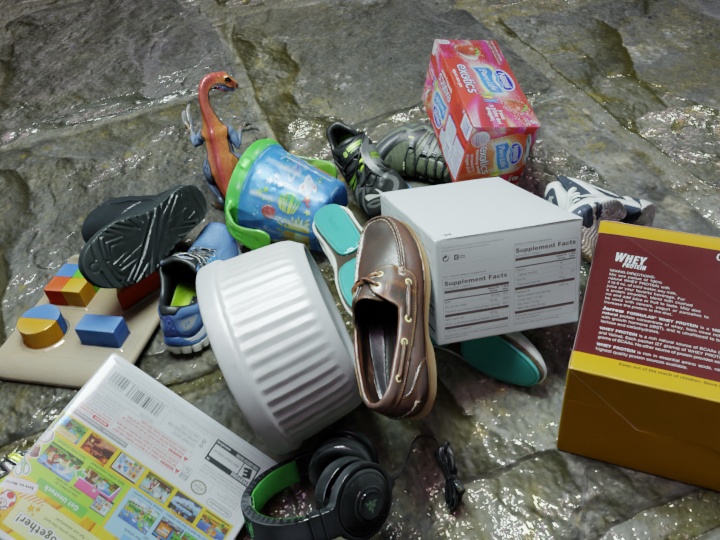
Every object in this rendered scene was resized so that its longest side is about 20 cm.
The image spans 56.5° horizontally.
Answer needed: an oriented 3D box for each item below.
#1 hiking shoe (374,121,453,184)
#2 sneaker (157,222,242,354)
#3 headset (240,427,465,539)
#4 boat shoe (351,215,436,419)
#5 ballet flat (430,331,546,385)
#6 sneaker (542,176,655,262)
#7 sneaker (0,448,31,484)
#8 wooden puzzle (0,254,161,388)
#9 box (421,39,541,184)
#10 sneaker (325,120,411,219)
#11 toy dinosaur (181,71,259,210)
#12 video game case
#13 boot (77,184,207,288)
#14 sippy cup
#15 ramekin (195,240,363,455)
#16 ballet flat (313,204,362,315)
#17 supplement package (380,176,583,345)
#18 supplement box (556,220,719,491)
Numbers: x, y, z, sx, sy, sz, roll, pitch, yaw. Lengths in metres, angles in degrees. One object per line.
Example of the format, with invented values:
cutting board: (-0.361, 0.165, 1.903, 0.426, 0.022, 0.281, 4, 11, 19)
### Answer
hiking shoe: (0.112, -0.162, 0.963, 0.198, 0.076, 0.101, -10, 41, -2)
sneaker: (-0.201, 0.003, 0.840, 0.078, 0.090, 0.201, -1, 44, 8)
headset: (-0.006, 0.203, 0.609, 0.198, 0.095, 0.123, -16, 11, -8)
boat shoe: (0.025, 0.034, 0.617, 0.070, 0.070, 0.202, -28, 57, 35)
ballet flat: (0.118, 0.065, 0.747, 0.199, 0.070, 0.070, 17, 50, 29)
sneaker: (0.257, -0.065, 0.811, 0.129, 0.080, 0.198, 20, 25, 41)
sneaker: (-0.246, 0.206, 0.656, 0.198, 0.077, 0.076, 6, 59, -13)
wooden puzzle: (-0.342, 0.051, 0.847, 0.183, 0.047, 0.201, 4, 46, 13)
box: (0.156, -0.217, 0.909, 0.095, 0.100, 0.201, -2, 50, -12)
sneaker: (0.002, -0.135, 0.901, 0.071, 0.083, 0.200, -41, 47, 9)
toy dinosaur: (-0.187, -0.178, 0.953, 0.104, 0.182, 0.201, -18, 46, -10)
video game case: (-0.204, 0.202, 0.615, 0.199, 0.023, 0.183, 34, 57, -1)
boot: (-0.315, -0.042, 0.875, 0.167, 0.077, 0.200, -5, 31, 39)
sippy cup: (-0.091, -0.091, 0.897, 0.129, 0.140, 0.179, 22, 77, 15)
ramekin: (-0.070, 0.066, 0.664, 0.104, 0.201, 0.201, -25, 45, 0)
ballet flat: (0.000, 0.000, 0.770, 0.069, 0.070, 0.201, -19, 44, -10)
supplement package: (0.123, -0.021, 0.734, 0.154, 0.112, 0.200, -9, 22, -11)
supplement box: (0.310, 0.078, 0.646, 0.196, 0.133, 0.201, 11, 48, 20)
